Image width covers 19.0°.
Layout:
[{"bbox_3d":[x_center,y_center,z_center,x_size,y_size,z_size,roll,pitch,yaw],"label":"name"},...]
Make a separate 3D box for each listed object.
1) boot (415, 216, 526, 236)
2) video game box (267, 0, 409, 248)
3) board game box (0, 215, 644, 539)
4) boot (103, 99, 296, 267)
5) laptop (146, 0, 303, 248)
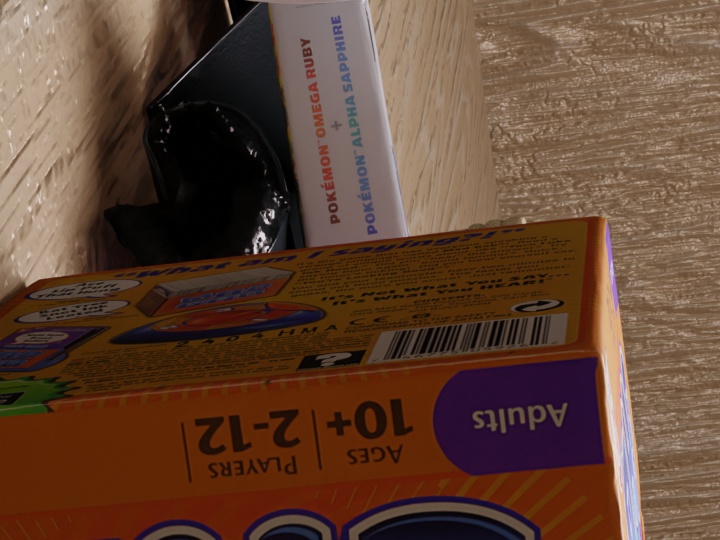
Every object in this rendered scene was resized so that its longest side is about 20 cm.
[{"bbox_3d":[0.035,0.055,1.197,0.073,0.155,0.201,-86,167,-52],"label":"boot"},{"bbox_3d":[0.000,0.000,0.928,0.200,0.047,0.183,82,-4,-69],"label":"video game box"},{"bbox_3d":[-0.014,0.107,0.646,0.200,0.199,0.201,-58,141,-77],"label":"board game box"},{"bbox_3d":[-0.052,0.051,0.860,0.168,0.076,0.201,76,7,-54],"label":"boot"},{"bbox_3d":[-0.070,-0.070,1.073,0.200,0.103,0.178,-127,-160,-51],"label":"laptop"}]
